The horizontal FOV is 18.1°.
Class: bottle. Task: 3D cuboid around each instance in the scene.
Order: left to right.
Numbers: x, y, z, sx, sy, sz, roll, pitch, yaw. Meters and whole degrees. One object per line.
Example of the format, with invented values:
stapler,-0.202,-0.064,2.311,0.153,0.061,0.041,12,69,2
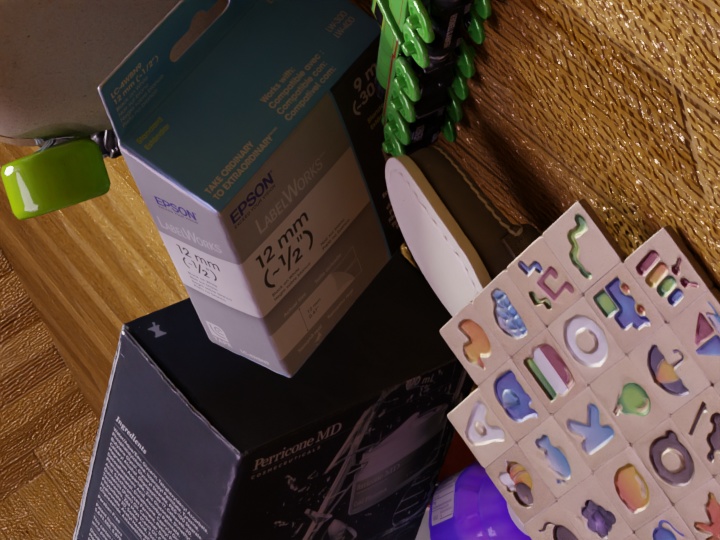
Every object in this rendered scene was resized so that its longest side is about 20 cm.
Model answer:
bottle,0.093,0.144,1.350,0.200,0.083,0.066,121,153,-77

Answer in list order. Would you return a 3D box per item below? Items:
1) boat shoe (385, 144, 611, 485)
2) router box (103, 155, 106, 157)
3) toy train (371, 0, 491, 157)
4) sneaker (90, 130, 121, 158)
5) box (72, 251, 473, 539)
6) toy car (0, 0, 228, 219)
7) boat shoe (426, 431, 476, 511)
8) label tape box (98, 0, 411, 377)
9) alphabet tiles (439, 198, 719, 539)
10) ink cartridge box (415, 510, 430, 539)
boat shoe,0.086,0.019,1.110,0.202,0.060,0.072,55,166,8
router box,-0.259,-0.178,1.943,0.150,0.062,0.200,59,168,-15
toy train,0.027,-0.107,1.072,0.057,0.042,0.200,64,170,13
sneaker,-0.150,-0.106,1.587,0.077,0.111,0.200,47,165,37
box,-0.052,0.106,1.377,0.124,0.199,0.197,43,137,29
toy car,-0.169,-0.122,1.265,0.200,0.157,0.165,-5,103,71
boat shoe,0.011,0.095,1.518,0.200,0.071,0.063,29,148,33
label tape box,-0.041,-0.063,1.175,0.066,0.143,0.200,25,151,32
alphabet tiles,0.116,0.066,1.040,0.167,0.006,0.200,54,141,8
ink cartridge box,0.089,0.227,1.574,0.200,0.084,0.146,54,167,13
